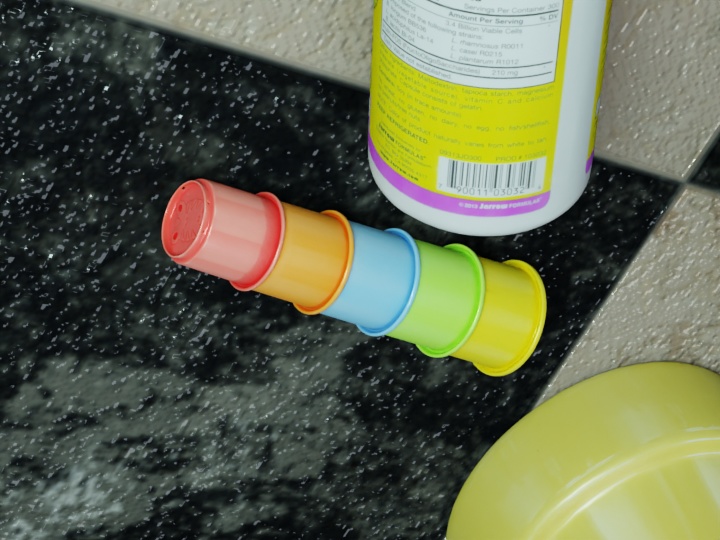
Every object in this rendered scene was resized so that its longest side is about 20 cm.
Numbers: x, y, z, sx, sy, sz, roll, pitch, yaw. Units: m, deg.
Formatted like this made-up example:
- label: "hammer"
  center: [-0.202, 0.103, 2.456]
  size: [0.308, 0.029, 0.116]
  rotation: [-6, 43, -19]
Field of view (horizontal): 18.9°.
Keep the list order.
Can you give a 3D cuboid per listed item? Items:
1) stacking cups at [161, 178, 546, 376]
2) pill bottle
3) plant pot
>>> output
- label: "stacking cups"
  center: [0.000, 0.000, 1.030]
  size: [0.199, 0.061, 0.061]
  rotation: [18, 118, -38]
- label: "pill bottle"
  center: [0.057, -0.121, 0.924]
  size: [0.103, 0.105, 0.201]
  rotation: [-13, 132, -18]
- label: "plant pot"
  center: [0.172, 0.185, 1.193]
  size: [0.199, 0.189, 0.202]
  rotation: [-14, 133, -16]
